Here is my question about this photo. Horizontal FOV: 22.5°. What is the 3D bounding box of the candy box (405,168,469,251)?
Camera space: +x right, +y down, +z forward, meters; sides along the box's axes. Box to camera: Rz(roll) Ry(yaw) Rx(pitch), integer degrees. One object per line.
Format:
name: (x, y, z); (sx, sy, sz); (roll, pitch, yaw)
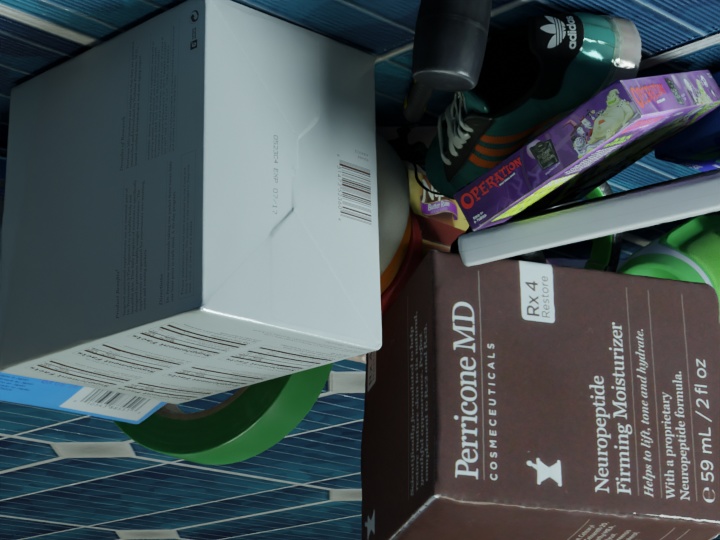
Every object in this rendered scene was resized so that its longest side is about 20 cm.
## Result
candy box: (-0.003, -0.019, 1.408); (0.199, 0.057, 0.116); (-13, 160, 40)

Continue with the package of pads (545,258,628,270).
package of pads: (0.167, 0.032, 1.433); (0.120, 0.077, 0.199); (-14, 171, 41)

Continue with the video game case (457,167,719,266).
video game case: (0.178, -0.041, 1.112); (0.198, 0.022, 0.182); (-13, -179, 21)

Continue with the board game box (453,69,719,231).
board game box: (0.141, -0.074, 1.074); (0.119, 0.033, 0.200); (-30, 174, 24)

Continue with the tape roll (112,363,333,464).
tape roll: (-0.111, 0.042, 1.351); (0.199, 0.203, 0.048); (-10, 161, 29)

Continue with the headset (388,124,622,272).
headset: (0.100, -0.037, 1.275); (0.199, 0.124, 0.094); (32, 169, -37)

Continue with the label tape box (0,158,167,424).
label tape box: (-0.207, -0.006, 1.232); (0.143, 0.202, 0.063); (14, 141, -41)

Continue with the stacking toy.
stacking toy: (0.000, 0.000, 1.266); (0.145, 0.147, 0.200); (-8, 152, 24)

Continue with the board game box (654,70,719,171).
board game box: (0.309, -0.106, 1.157); (0.151, 0.045, 0.199); (11, 159, -33)

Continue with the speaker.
speaker: (0.248, 0.011, 1.354); (0.088, 0.089, 0.200); (-10, -173, 28)

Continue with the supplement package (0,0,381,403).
supplement package: (-0.106, -0.034, 1.115); (0.146, 0.193, 0.199); (15, 157, -42)

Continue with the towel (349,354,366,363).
towel: (-0.065, 0.047, 1.531); (0.189, 0.033, 0.200); (12, 177, 9)

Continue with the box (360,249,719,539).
box: (0.116, 0.103, 1.176); (0.198, 0.168, 0.164); (7, 155, -14)

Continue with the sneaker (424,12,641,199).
sneaker: (0.083, -0.105, 1.115); (0.079, 0.072, 0.200); (9, 152, -28)

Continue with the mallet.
mallet: (0.045, -0.132, 1.087); (0.041, 0.067, 0.200); (11, 177, -4)
